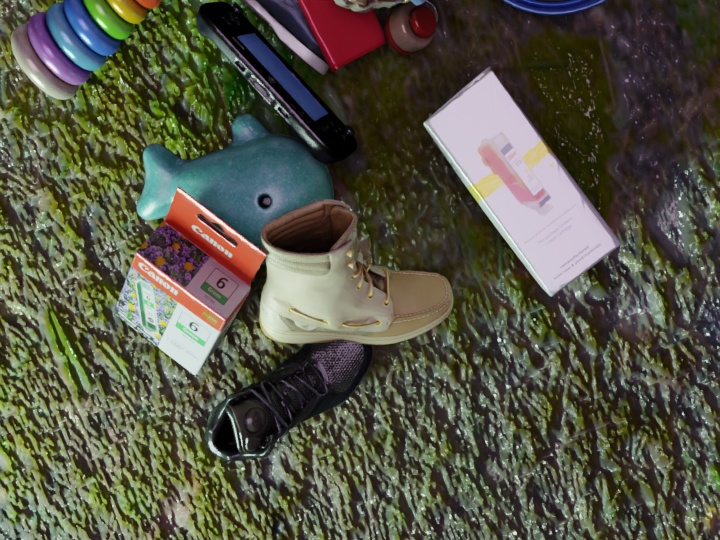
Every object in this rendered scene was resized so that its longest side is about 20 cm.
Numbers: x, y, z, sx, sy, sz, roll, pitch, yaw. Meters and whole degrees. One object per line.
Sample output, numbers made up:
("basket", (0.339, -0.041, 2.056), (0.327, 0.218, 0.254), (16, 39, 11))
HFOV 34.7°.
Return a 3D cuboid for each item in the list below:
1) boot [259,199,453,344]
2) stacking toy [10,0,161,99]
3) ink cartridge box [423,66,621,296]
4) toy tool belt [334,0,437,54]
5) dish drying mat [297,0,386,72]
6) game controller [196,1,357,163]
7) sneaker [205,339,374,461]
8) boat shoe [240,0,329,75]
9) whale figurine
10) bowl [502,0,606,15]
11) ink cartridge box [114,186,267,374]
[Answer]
("boot", (0.000, 0.000, 1.106), (0.196, 0.156, 0.074), (-3, 53, -6))
("stacking toy", (-0.242, -0.256, 1.122), (0.199, 0.085, 0.086), (-34, 92, 15))
("ink cartridge box", (0.149, -0.086, 1.105), (0.083, 0.145, 0.201), (-36, 92, 6))
("toy tool belt", (0.029, -0.293, 1.066), (0.200, 0.122, 0.126), (47, 56, -25))
("dish drying mat", (-0.044, -0.297, 1.105), (0.076, 0.018, 0.202), (-31, 102, -26))
("game controller", (-0.081, -0.184, 1.127), (0.042, 0.104, 0.200), (-43, 92, 10))
("sneaker", (-0.071, 0.128, 1.149), (0.198, 0.114, 0.077), (-30, 95, 3))
("boat shoe", (-0.091, -0.281, 1.134), (0.200, 0.075, 0.062), (43, 97, -3))
("whale figurine", (-0.125, -0.075, 1.137), (0.197, 0.104, 0.162), (10, 95, 0))
("bowl", (0.191, -0.352, 1.133), (0.197, 0.039, 0.204), (0, 94, 3))
("ink cartridge box", (-0.167, 0.015, 1.108), (0.108, 0.200, 0.051), (37, 56, 0))
